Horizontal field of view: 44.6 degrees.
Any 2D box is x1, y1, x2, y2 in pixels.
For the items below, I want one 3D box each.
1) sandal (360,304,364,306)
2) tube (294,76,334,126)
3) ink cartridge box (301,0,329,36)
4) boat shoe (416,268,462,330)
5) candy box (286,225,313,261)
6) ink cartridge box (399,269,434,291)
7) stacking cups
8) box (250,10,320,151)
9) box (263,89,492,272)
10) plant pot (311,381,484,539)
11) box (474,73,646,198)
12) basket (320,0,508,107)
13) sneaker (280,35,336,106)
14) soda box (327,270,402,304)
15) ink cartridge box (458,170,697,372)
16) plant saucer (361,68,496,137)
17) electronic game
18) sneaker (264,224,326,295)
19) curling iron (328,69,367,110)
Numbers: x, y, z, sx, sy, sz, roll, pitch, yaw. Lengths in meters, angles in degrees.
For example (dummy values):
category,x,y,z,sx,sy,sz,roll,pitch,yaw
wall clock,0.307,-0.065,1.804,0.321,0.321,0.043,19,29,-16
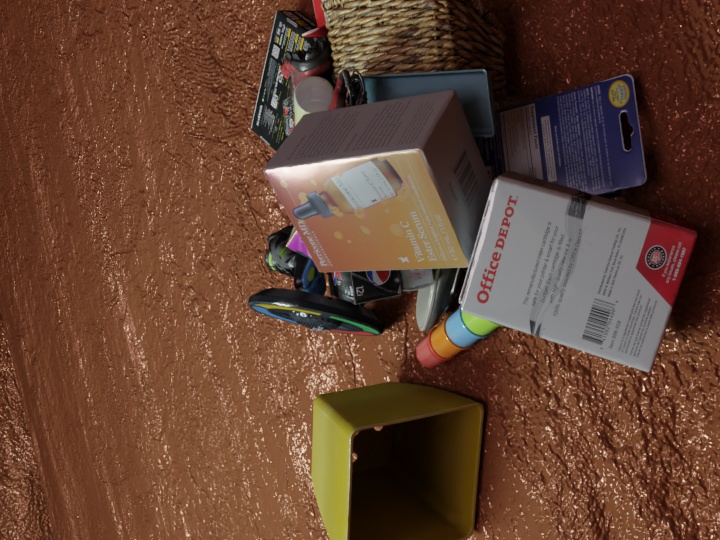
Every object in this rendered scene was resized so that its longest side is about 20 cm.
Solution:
category,x,y,z,sx,sy,sz,roll,pitch,yaw
sandal,-0.036,-0.039,1.309,0.075,0.048,0.203,-13,88,52
tube,-0.062,-0.186,1.153,0.200,0.057,0.052,98,164,-75
ink cartridge box,0.017,-0.357,1.116,0.199,0.115,0.068,-9,92,51
boat shoe,0.115,-0.006,1.124,0.067,0.056,0.202,-106,22,-58
candy box,-0.024,-0.123,1.171,0.137,0.061,0.201,-52,15,43
ink cartridge box,0.042,-0.077,1.153,0.162,0.056,0.202,-175,71,-80
stacking cups,0.133,0.069,1.112,0.200,0.060,0.061,-44,65,46
box,-0.089,-0.267,1.323,0.160,0.049,0.201,41,128,35
box,0.024,-0.090,0.947,0.198,0.107,0.153,-3,131,34
plant pot,0.030,0.255,1.193,0.176,0.198,0.202,28,119,57
box,0.208,-0.128,0.952,0.198,0.032,0.123,-10,80,33
basket,0.072,-0.267,1.044,0.199,0.142,0.151,1,104,47
sneaker,-0.059,-0.251,1.161,0.200,0.070,0.099,-141,30,-79
soda box,0.000,0.000,1.151,0.200,0.063,0.072,-173,75,-79
ink cartridge box,0.216,-0.004,0.888,0.198,0.084,0.146,18,105,12
plant saucer,0.066,-0.183,0.961,0.199,0.019,0.071,9,117,43
electronic game,-0.063,0.065,1.256,0.199,0.199,0.042,-2,73,51
sneaker,-0.100,-0.010,1.319,0.200,0.082,0.071,-118,13,-61
curling iron,-0.027,-0.178,1.045,0.200,0.025,0.050,132,121,-69
